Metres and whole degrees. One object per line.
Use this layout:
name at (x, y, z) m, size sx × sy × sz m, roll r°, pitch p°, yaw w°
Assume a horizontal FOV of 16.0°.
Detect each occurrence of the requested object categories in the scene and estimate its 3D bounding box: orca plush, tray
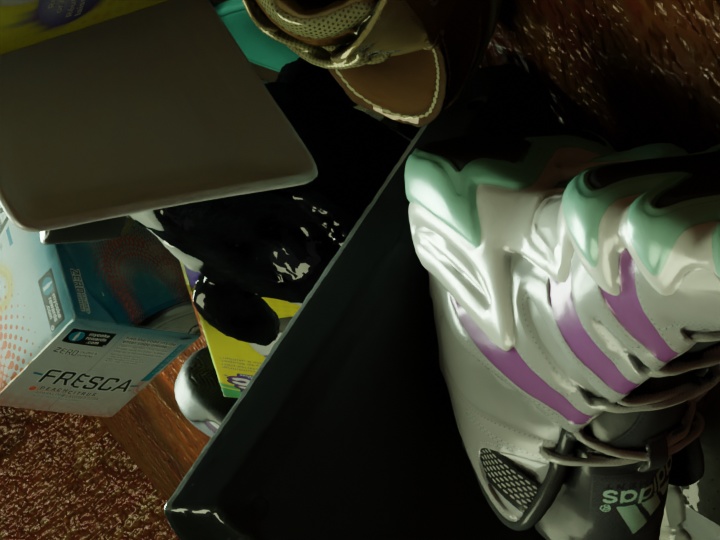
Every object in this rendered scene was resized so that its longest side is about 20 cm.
orca plush at (0.000, 0.000, 0.858) m, size 0.200 × 0.105 × 0.071 m, roll 40°, pitch -171°, yaw -20°
tray at (-0.104, -0.087, 0.803) m, size 0.201 × 0.107 × 0.022 m, roll 57°, pitch 141°, yaw 29°

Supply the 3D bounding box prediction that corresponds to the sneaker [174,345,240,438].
sneaker at (-0.001, 0.105, 1.150) m, size 0.199 × 0.088 × 0.075 m, roll 24°, pitch -144°, yaw -12°

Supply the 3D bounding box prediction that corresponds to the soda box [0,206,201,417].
soda box at (-0.130, -0.044, 1.027) m, size 0.063 × 0.068 × 0.201 m, roll 8°, pitch -127°, yaw -42°

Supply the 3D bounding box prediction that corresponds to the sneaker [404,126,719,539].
sneaker at (0.081, 0.036, 0.705) m, size 0.200 × 0.077 × 0.141 m, roll -162°, pitch 64°, yaw -68°

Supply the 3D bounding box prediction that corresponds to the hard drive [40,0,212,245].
hard drive at (-0.117, -0.129, 0.938) m, size 0.201 × 0.038 × 0.140 m, roll 66°, pitch 146°, yaw 32°

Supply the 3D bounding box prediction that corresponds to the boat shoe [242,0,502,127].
boat shoe at (-0.009, -0.097, 0.737) m, size 0.075 × 0.074 × 0.200 m, roll 17°, pitch 156°, yaw 19°

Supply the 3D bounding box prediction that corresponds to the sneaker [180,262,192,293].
sneaker at (-0.035, -0.044, 1.127) m, size 0.071 × 0.113 × 0.200 m, roll 43°, pitch -164°, yaw 27°

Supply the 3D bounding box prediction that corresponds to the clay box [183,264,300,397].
clay box at (-0.005, 0.013, 1.032) m, size 0.200 × 0.114 × 0.048 m, roll 82°, pitch -167°, yaw -68°

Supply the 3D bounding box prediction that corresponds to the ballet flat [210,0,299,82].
ballet flat at (-0.039, -0.094, 0.912) m, size 0.070 × 0.069 × 0.200 m, roll 53°, pitch 143°, yaw -10°

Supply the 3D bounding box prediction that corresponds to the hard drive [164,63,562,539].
hard drive at (0.029, 0.052, 0.810) m, size 0.033 × 0.200 × 0.140 m, roll -4°, pitch 130°, yaw 40°

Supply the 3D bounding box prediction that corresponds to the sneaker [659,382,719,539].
sneaker at (0.159, 0.100, 0.800) m, size 0.115 × 0.075 × 0.201 m, roll 14°, pitch 136°, yaw 35°

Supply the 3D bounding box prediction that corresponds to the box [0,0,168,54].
box at (-0.105, -0.116, 0.727) m, size 0.048 × 0.199 × 0.118 m, roll 46°, pitch 136°, yaw 24°

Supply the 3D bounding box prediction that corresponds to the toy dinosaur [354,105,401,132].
toy dinosaur at (-0.008, -0.057, 1.003) m, size 0.088 × 0.047 × 0.200 m, roll 40°, pitch 168°, yaw 23°
